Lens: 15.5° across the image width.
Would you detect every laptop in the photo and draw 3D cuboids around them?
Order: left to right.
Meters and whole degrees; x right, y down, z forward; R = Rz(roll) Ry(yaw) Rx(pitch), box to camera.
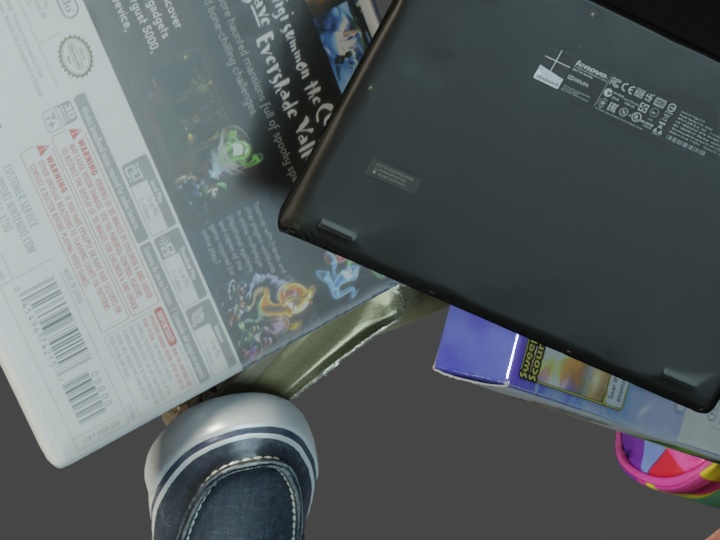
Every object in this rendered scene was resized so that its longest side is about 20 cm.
[{"bbox_3d":[0.092,-0.085,0.992,0.187,0.116,0.201,23,112,-15],"label":"laptop"}]

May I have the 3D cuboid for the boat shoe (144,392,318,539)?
[{"bbox_3d":[-0.050,0.137,1.078,0.070,0.091,0.201,-5,143,-14],"label":"boat shoe"}]

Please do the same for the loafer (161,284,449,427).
[{"bbox_3d":[0.000,0.000,1.070,0.200,0.076,0.068,-47,122,5],"label":"loafer"}]

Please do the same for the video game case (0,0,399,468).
[{"bbox_3d":[-0.072,-0.052,0.966,0.181,0.023,0.201,-28,118,-12],"label":"video game case"}]

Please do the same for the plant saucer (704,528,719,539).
[{"bbox_3d":[0.253,0.138,1.208,0.200,0.037,0.199,-41,136,19],"label":"plant saucer"}]

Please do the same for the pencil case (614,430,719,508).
[{"bbox_3d":[0.205,0.079,1.219,0.199,0.088,0.089,19,110,-34],"label":"pencil case"}]

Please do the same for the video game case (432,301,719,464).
[{"bbox_3d":[0.126,-0.033,1.070,0.181,0.045,0.201,20,83,-44],"label":"video game case"}]
